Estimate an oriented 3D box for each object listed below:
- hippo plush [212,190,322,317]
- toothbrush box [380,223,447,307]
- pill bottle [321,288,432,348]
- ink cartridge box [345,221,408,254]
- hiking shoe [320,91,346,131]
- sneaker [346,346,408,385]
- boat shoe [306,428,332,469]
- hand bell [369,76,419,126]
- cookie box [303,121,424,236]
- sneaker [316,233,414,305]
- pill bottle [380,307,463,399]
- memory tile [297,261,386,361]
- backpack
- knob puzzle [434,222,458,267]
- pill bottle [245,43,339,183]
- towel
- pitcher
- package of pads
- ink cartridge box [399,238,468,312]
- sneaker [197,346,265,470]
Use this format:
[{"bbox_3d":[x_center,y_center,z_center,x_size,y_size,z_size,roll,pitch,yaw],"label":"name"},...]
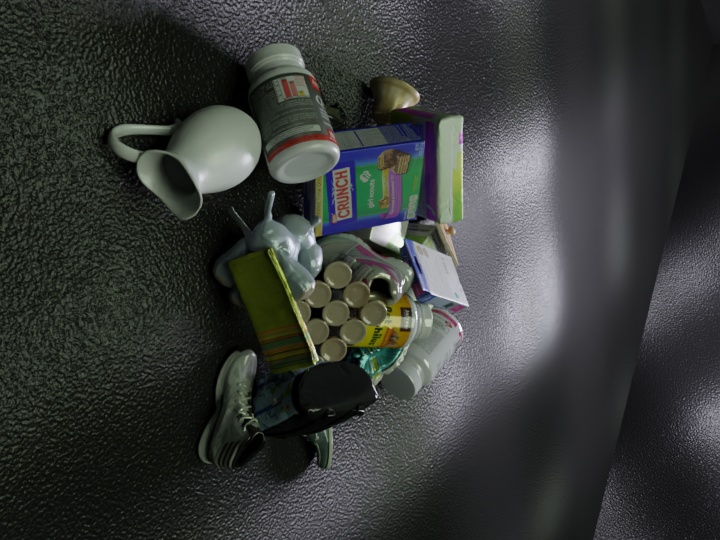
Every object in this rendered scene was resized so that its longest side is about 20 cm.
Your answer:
[{"bbox_3d":[-0.147,-0.030,1.227,0.200,0.159,0.161,68,21,-11],"label":"hippo plush"},{"bbox_3d":[0.103,0.016,1.570,0.200,0.086,0.146,-51,133,-36],"label":"toothbrush box"},{"bbox_3d":[0.033,0.094,1.415,0.200,0.109,0.109,4,94,-24],"label":"pill bottle"},{"bbox_3d":[0.048,-0.144,1.486,0.117,0.067,0.200,23,79,-51],"label":"ink cartridge box"},{"bbox_3d":[-0.046,-0.251,1.340,0.200,0.076,0.101,49,56,-48],"label":"hiking shoe"},{"bbox_3d":[0.021,0.178,1.477,0.200,0.077,0.080,-45,120,-14],"label":"sneaker"},{"bbox_3d":[-0.086,0.293,1.412,0.062,0.073,0.200,-4,112,-8],"label":"boat shoe"},{"bbox_3d":[0.037,-0.260,1.423,0.104,0.104,0.200,33,71,-49],"label":"hand bell"},{"bbox_3d":[0.003,-0.161,1.307,0.200,0.075,0.171,-11,131,-16],"label":"cookie box"},{"bbox_3d":[0.000,0.000,1.355,0.088,0.200,0.081,-68,178,-55],"label":"sneaker"},{"bbox_3d":[0.130,0.181,1.609,0.200,0.113,0.114,-44,128,-39],"label":"pill bottle"},{"bbox_3d":[-0.063,0.091,1.312,0.200,0.017,0.153,-41,112,6],"label":"memory tile"},{"bbox_3d":[-0.099,0.220,1.253,0.163,0.200,0.154,-3,57,-41],"label":"backpack"},{"bbox_3d":[0.171,-0.134,1.585,0.220,0.030,0.220,-20,90,-78],"label":"knob puzzle"},{"bbox_3d":[-0.113,-0.250,1.168,0.116,0.116,0.200,5,62,-52],"label":"pill bottle"},{"bbox_3d":[-0.139,0.067,1.158,0.018,0.086,0.200,-49,120,-68],"label":"towel"},{"bbox_3d":[-0.248,-0.179,1.069,0.121,0.171,0.200,-54,179,39],"label":"pitcher"},{"bbox_3d":[0.121,-0.199,1.377,0.068,0.154,0.200,-17,117,-30],"label":"package of pads"},{"bbox_3d":[0.141,0.012,1.468,0.200,0.042,0.120,21,46,-56],"label":"ink cartridge box"},{"bbox_3d":[-0.186,0.231,1.211,0.076,0.115,0.201,29,73,-50],"label":"sneaker"}]
